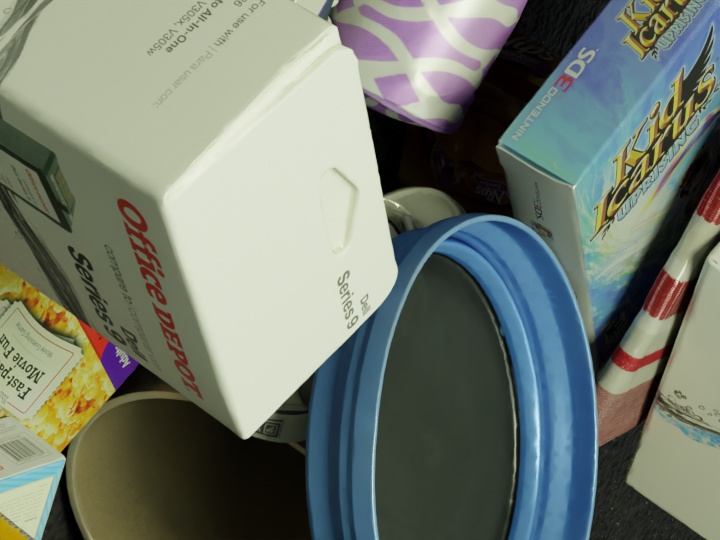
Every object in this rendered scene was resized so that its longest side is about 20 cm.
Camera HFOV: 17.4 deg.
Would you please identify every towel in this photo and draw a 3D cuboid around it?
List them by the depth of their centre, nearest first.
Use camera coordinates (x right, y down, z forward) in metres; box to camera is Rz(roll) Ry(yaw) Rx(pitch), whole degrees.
[{"bbox_3d":[0.166,-0.008,1.113,0.201,0.023,0.144,-61,163,19],"label":"towel"}]

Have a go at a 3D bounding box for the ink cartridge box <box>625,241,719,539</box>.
[{"bbox_3d":[0.240,0.045,1.126,0.147,0.144,0.200,-46,161,-29],"label":"ink cartridge box"}]

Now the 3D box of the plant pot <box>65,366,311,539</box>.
[{"bbox_3d":[-0.007,0.071,1.115,0.200,0.186,0.188,-50,155,-42],"label":"plant pot"}]

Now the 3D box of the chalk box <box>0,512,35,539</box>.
[{"bbox_3d":[-0.124,0.178,0.880,0.125,0.124,0.200,-52,152,-9],"label":"chalk box"}]

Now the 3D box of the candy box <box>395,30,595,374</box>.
[{"bbox_3d":[0.075,-0.015,1.206,0.056,0.116,0.201,-33,143,-41],"label":"candy box"}]

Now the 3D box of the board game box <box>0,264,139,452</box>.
[{"bbox_3d":[-0.182,0.059,0.923,0.200,0.046,0.152,-49,152,-17],"label":"board game box"}]

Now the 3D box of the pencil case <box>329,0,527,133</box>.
[{"bbox_3d":[0.048,-0.157,1.051,0.201,0.084,0.085,-63,176,9],"label":"pencil case"}]

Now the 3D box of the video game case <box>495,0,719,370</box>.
[{"bbox_3d":[0.145,-0.075,1.077,0.200,0.045,0.182,-51,155,-16],"label":"video game case"}]

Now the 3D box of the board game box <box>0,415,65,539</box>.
[{"bbox_3d":[-0.206,0.139,0.879,0.200,0.034,0.135,-15,131,-53],"label":"board game box"}]

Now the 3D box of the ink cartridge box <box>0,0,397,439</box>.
[{"bbox_3d":[-0.094,-0.055,0.786,0.084,0.200,0.146,-46,150,-20],"label":"ink cartridge box"}]

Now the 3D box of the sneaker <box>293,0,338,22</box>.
[{"bbox_3d":[-0.045,-0.088,0.987,0.201,0.080,0.146,-66,163,3],"label":"sneaker"}]

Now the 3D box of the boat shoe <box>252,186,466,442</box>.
[{"bbox_3d":[0.000,0.000,1.022,0.200,0.072,0.066,-37,151,-51],"label":"boat shoe"}]

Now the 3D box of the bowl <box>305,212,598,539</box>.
[{"bbox_3d":[0.040,0.077,0.989,0.200,0.039,0.202,2,87,-59],"label":"bowl"}]
